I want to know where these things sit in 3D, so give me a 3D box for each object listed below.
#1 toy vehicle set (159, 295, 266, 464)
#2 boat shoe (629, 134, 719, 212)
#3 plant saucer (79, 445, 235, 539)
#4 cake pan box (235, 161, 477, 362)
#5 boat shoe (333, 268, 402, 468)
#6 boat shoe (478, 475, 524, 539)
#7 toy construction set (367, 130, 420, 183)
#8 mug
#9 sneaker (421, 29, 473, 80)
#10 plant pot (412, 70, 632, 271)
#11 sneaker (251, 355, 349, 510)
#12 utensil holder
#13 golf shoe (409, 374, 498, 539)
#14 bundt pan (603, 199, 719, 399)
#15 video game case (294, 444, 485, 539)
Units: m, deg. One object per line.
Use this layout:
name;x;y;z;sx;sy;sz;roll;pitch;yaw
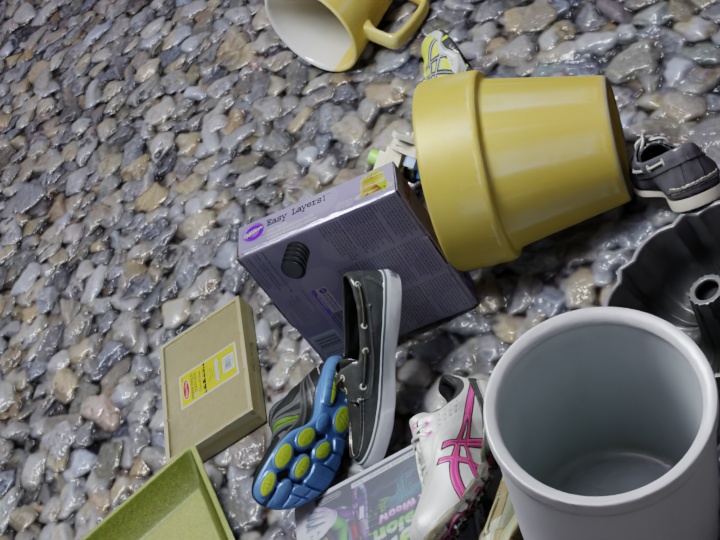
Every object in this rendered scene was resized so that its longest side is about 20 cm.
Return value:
toy vehicle set;-0.174;0.130;1.683;0.124;0.027;0.200;-33;37;16
boat shoe;0.295;-0.106;1.380;0.073;0.063;0.200;-25;13;3
plant saucer;-0.211;0.312;1.517;0.200;0.048;0.200;-41;35;5
cake pan box;0.000;0.000;1.494;0.184;0.200;0.052;-22;41;19
boat shoe;0.001;0.097;1.447;0.069;0.057;0.200;177;98;-72
boat shoe;0.136;0.223;1.252;0.063;0.073;0.201;-17;40;43
toy construction set;0.022;-0.083;1.611;0.092;0.131;0.200;37;104;18
mug;-0.012;-0.363;1.959;0.153;0.187;0.149;-52;3;-26
sneaker;0.102;-0.222;1.728;0.076;0.075;0.200;-37;35;9
plant pot;0.170;-0.113;1.466;0.189;0.201;0.201;-11;45;16
sneaker;-0.060;0.173;1.490;0.083;0.071;0.200;-29;24;40
utensil holder;0.194;0.154;1.114;0.170;0.200;0.170;-9;50;11
golf shoe;0.077;0.173;1.299;0.200;0.092;0.073;-56;-11;-49
bundt pan;0.315;0.037;1.254;0.202;0.076;0.202;-25;40;24
video game case;0.026;0.255;1.364;0.200;0.023;0.182;-30;38;18
